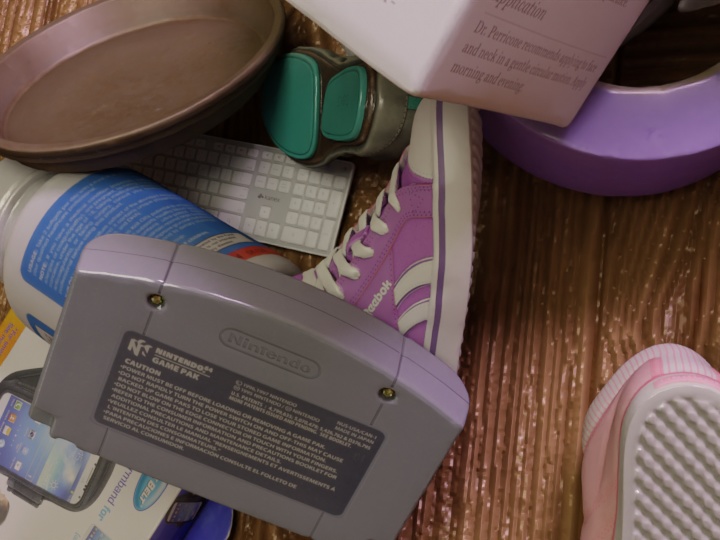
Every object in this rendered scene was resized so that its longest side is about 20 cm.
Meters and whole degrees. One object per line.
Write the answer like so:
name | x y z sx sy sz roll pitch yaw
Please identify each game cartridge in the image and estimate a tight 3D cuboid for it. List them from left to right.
game cartridge | -0.054 0.060 0.722 0.198 0.042 0.134 23 124 -7

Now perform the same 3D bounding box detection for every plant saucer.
plant saucer | -0.136 -0.115 0.875 0.197 0.030 0.201 -12 33 8

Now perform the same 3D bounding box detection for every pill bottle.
pill bottle | -0.131 0.005 0.841 0.199 0.112 0.113 30 88 30

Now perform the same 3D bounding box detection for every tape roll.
tape roll | 0.133 -0.143 0.734 0.197 0.085 0.203 -1 81 5

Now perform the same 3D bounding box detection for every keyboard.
keyboard | -0.094 -0.053 0.899 0.198 0.011 0.057 13 80 29

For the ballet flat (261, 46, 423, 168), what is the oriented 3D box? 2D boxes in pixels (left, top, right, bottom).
ballet flat | -0.001 -0.087 0.812 0.200 0.063 0.068 -158 73 -69

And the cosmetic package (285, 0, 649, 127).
cosmetic package | 0.049 -0.190 0.596 0.165 0.164 0.201 39 107 22

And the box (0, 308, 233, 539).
box | -0.165 0.121 0.862 0.199 0.041 0.120 33 90 33

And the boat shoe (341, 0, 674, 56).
boat shoe | 0.076 -0.147 0.812 0.198 0.067 0.075 -16 68 21

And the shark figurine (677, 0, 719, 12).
shark figurine | 0.204 -0.049 0.611 0.126 0.089 0.218 -10 92 18

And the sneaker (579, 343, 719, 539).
sneaker | 0.137 0.130 0.699 0.074 0.105 0.203 7 107 2

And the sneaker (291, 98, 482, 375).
sneaker | 0.000 0.001 0.730 0.113 0.073 0.203 9 117 4
